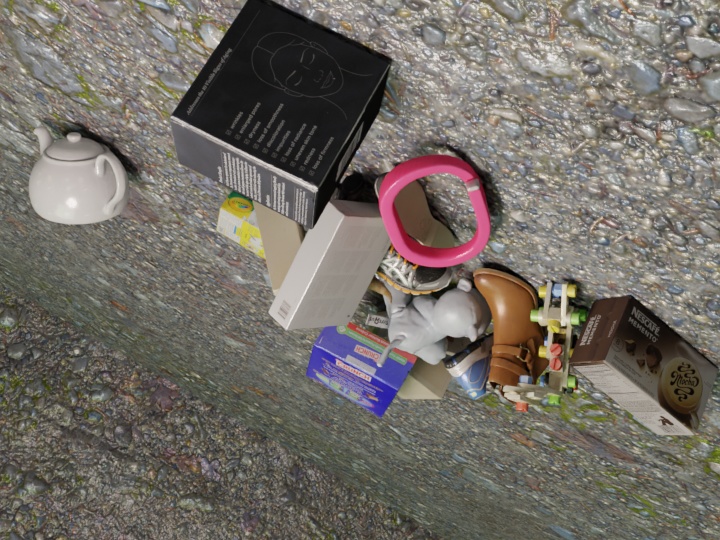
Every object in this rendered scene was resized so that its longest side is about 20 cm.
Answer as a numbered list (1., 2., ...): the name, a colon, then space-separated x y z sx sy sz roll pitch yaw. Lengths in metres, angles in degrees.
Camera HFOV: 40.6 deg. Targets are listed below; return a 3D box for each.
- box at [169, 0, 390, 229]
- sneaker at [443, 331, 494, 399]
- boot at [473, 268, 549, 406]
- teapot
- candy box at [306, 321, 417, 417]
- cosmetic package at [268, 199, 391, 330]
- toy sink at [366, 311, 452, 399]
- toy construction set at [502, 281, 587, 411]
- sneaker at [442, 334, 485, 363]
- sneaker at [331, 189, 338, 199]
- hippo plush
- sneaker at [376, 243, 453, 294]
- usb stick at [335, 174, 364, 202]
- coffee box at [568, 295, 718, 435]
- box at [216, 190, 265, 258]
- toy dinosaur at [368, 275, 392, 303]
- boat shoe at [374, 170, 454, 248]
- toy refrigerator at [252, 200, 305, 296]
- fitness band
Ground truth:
1. box: -0.097 -0.193 1.197 0.196 0.201 0.124 27 159 4
2. sneaker: 0.211 0.147 1.593 0.076 0.199 0.077 -34 84 43
3. boot: 0.223 0.104 1.514 0.076 0.156 0.200 1 145 49
4. teapot: -0.522 -0.183 1.809 0.198 0.198 0.147 2 117 -4
5. candy box: -0.003 0.173 1.746 0.168 0.077 0.200 29 158 4
6. cosmetic package: -0.036 -0.008 1.463 0.052 0.201 0.150 40 -157 32
7. toy sink: 0.071 0.145 1.848 0.200 0.112 0.130 38 155 -22
8. toy construction set: 0.286 0.123 1.457 0.092 0.201 0.131 18 171 23
9. sneaker: 0.143 0.134 1.782 0.199 0.075 0.106 26 156 5
10. sneaker: -0.089 -0.137 1.488 0.080 0.077 0.200 28 159 27
11. hippo plush: 0.124 0.059 1.593 0.160 0.160 0.199 -25 162 31
12. sneaker: 0.054 -0.028 1.547 0.199 0.079 0.077 22 147 11
13. usb stick: -0.034 -0.067 1.510 0.032 0.056 0.201 27 137 7
14. coffee box: 0.414 0.141 1.422 0.200 0.113 0.080 37 156 -18
15. box: -0.163 -0.060 1.774 0.199 0.049 0.117 32 158 -1
16. toy dinosaur: 0.000 0.000 1.624 0.199 0.102 0.058 21 164 33
17. boat shoe: 0.070 -0.078 1.430 0.062 0.071 0.200 13 157 40
18. toy refrigerator: -0.123 -0.039 1.570 0.070 0.201 0.076 -19 147 3
19. fitness band: 0.103 -0.076 1.332 0.143 0.038 0.200 -12 139 11
